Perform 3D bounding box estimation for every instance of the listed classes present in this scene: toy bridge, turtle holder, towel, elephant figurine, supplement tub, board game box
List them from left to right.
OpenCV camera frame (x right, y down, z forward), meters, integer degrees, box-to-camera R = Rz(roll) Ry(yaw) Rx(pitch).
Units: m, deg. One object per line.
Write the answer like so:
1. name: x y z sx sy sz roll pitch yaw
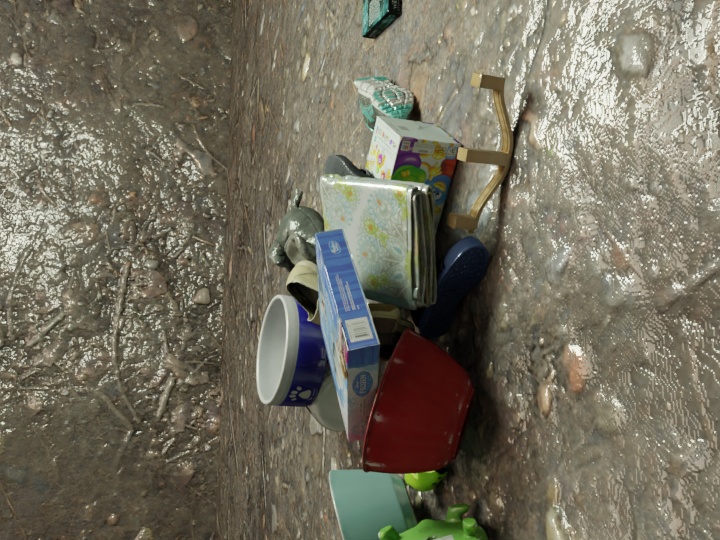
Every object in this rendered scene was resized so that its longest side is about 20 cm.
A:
1. elephant figurine: -0.071 -0.030 1.243 0.142 0.155 0.200 -51 38 -5
2. supplement tub: -0.063 0.224 1.321 0.200 0.122 0.123 -158 72 -68
3. board game box: -0.019 0.086 0.892 0.199 0.043 0.200 89 168 -46
4. towel: 0.023 -0.043 0.939 0.200 0.048 0.172 13 112 44
5. board game box: 0.041 -0.563 1.289 0.135 0.028 0.201 177 95 -70
6. board game box: 0.066 -0.123 1.053 0.105 0.103 0.200 -122 40 -55
7. turtle holder: 0.094 0.386 0.863 0.185 0.141 0.132 -25 80 59
8. toy bridge: 0.158 -0.144 0.862 0.027 0.067 0.201 -136 51 -64

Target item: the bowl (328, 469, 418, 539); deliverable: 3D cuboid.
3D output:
1. bowl: 0.033 0.381 1.014 0.201 0.105 0.201 161 90 -88

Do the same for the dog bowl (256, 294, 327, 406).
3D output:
1. dog bowl: -0.128 0.148 1.241 0.200 0.079 0.201 -171 90 -69

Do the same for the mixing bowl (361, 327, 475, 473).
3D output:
1. mixing bowl: 0.087 0.185 0.895 0.200 0.108 0.201 16 -90 -76

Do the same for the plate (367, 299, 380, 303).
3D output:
1. plate: 0.000 0.000 1.104 0.200 0.032 0.200 62 178 5

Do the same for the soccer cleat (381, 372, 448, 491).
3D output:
1. soccer cleat: 0.084 0.231 1.027 0.081 0.067 0.200 -48 46 40

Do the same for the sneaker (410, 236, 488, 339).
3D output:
1. sneaker: 0.114 0.012 0.956 0.200 0.070 0.078 113 145 -44

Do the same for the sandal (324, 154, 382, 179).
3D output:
1. sandal: -0.001 -0.123 1.035 0.200 0.043 0.076 40 126 50

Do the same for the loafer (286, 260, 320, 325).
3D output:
1. loafer: -0.053 0.070 1.159 0.200 0.068 0.076 41 133 10

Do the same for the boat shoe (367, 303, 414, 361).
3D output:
1. boat shoe: 0.035 0.095 0.959 0.201 0.072 0.066 56 -142 -71

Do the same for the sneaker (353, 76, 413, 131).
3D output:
1. sneaker: 0.045 -0.282 1.206 0.200 0.077 0.091 -116 19 -58
